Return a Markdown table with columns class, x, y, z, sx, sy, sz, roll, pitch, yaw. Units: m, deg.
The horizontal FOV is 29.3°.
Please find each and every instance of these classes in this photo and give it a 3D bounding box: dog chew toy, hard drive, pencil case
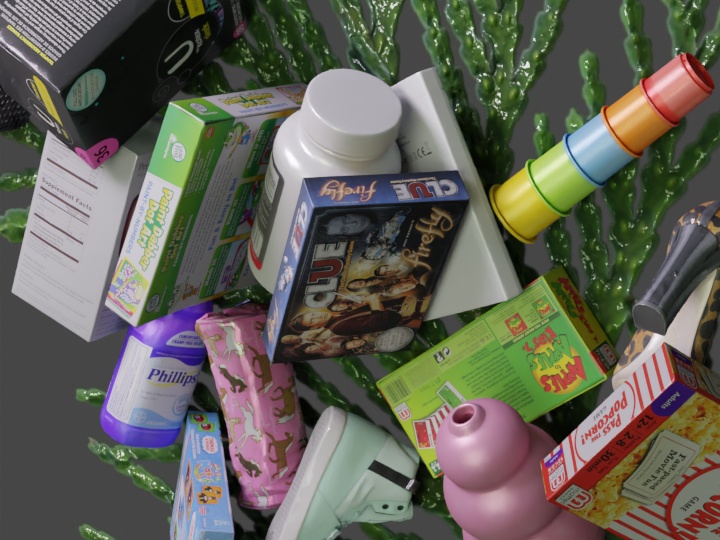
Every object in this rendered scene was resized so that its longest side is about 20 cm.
| class | x | y | z | sx | sy | sz | roll | pitch | yaw |
| --- | --- | --- | --- | --- | --- | --- | --- | --- | --- |
| dog chew toy | 0.126 | 0.184 | 1.155 | 0.124 | 0.125 | 0.200 | -9 | 131 | 31 |
| hard drive | 0.060 | -0.061 | 1.189 | 0.132 | 0.027 | 0.201 | -18 | 93 | 59 |
| pencil case | -0.099 | 0.131 | 1.328 | 0.082 | 0.087 | 0.201 | -15 | 97 | -11 |

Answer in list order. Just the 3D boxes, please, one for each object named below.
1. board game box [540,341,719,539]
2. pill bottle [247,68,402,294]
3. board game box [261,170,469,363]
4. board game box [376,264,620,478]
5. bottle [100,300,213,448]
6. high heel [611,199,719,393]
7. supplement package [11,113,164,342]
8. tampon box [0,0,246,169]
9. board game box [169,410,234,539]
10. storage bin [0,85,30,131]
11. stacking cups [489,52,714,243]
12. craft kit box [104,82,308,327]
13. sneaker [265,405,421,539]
| class | x | y | z | sx | sy | sz | roll | pitch | yaw |
| --- | --- | --- | --- | --- | --- | --- | --- | --- | --- |
| board game box | 0.267 | 0.159 | 1.083 | 0.199 | 0.046 | 0.152 | 28 | 122 | -20 |
| pill bottle | -0.028 | -0.071 | 1.183 | 0.111 | 0.111 | 0.200 | 37 | 138 | 17 |
| board game box | 0.000 | 0.000 | 1.161 | 0.200 | 0.135 | 0.035 | 107 | 151 | -47 |
| board game box | 0.119 | 0.091 | 1.211 | 0.200 | 0.048 | 0.102 | -35 | 85 | 32 |
| bottle | -0.192 | 0.075 | 1.363 | 0.065 | 0.083 | 0.201 | 30 | 104 | 42 |
| high heel | 0.266 | 0.042 | 1.120 | 0.071 | 0.143 | 0.200 | 25 | 148 | 26 |
| supplement package | -0.246 | -0.052 | 1.344 | 0.109 | 0.114 | 0.201 | 29 | 116 | 22 |
| tampon box | -0.219 | -0.221 | 1.212 | 0.126 | 0.150 | 0.200 | 39 | 75 | 16 |
| board game box | -0.156 | 0.253 | 1.331 | 0.036 | 0.200 | 0.152 | 6 | 115 | -12 |
| storage bin | -0.376 | -0.245 | 1.381 | 0.135 | 0.094 | 0.200 | 45 | 119 | 13 |
| stacking cups | 0.196 | -0.103 | 1.119 | 0.200 | 0.060 | 0.061 | -39 | 82 | 26 |
| craft kit box | -0.123 | -0.062 | 1.222 | 0.048 | 0.197 | 0.201 | 31 | 115 | 19 |
| sneaker | -0.016 | 0.238 | 1.278 | 0.118 | 0.074 | 0.201 | 24 | 97 | -12 |
